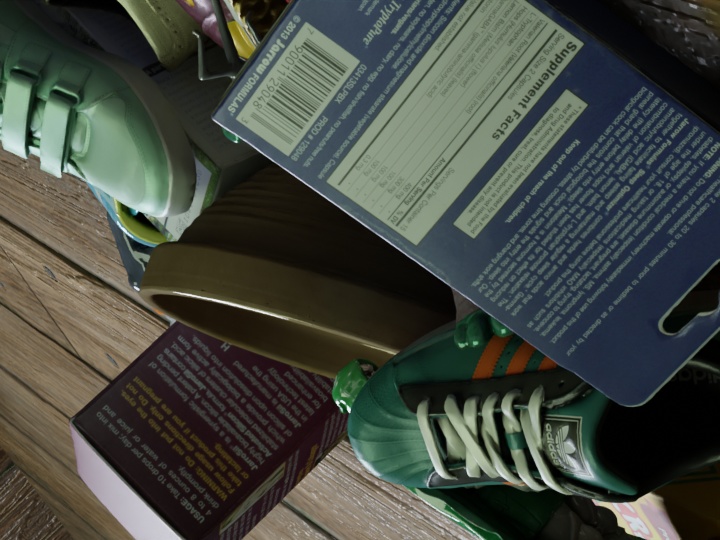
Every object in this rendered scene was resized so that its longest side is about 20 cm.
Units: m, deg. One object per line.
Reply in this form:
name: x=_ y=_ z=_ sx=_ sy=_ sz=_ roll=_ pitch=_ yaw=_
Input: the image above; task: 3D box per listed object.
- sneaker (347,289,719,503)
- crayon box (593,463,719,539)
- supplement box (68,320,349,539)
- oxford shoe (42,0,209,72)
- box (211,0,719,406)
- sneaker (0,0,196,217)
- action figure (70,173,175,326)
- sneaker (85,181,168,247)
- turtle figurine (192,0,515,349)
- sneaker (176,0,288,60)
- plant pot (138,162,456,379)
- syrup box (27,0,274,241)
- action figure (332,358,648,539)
sneaker: x=0.079 y=0.057 z=0.850 sx=0.199 sy=0.080 sz=0.072 roll=-14 pitch=106 yaw=22
crayon box: x=0.184 y=0.134 z=1.003 sx=0.127 sy=0.051 sz=0.200 roll=56 pitch=161 yaw=-25
supplement box: x=-0.063 y=0.071 z=1.216 sx=0.103 sy=0.200 sz=0.131 roll=44 pitch=162 yaw=9
oxford shoe: x=-0.151 y=-0.175 z=1.031 sx=0.199 sy=0.074 sz=0.071 roll=34 pitch=178 yaw=11
box: x=0.059 y=-0.045 z=0.766 sx=0.200 sy=0.032 sz=0.121 roll=36 pitch=123 yaw=-7
sneaker: x=-0.179 y=-0.073 z=1.025 sx=0.200 sy=0.118 sz=0.074 roll=38 pitch=136 yaw=25
action figure: x=-0.147 y=-0.047 z=1.336 sx=0.194 sy=0.104 sz=0.200 roll=62 pitch=157 yaw=-13
sneaker: x=-0.145 y=-0.095 z=1.171 sx=0.200 sy=0.079 sz=0.131 roll=50 pitch=175 yaw=-16
turtle figurine: x=0.032 y=-0.076 z=0.828 sx=0.149 sy=0.101 sz=0.201 roll=-25 pitch=106 yaw=31
sneaker: x=-0.079 y=-0.168 z=0.926 sx=0.090 sy=0.075 sz=0.201 roll=23 pitch=150 yaw=44
plant pot: x=0.000 y=0.000 z=1.022 sx=0.200 sy=0.093 sz=0.201 roll=17 pitch=171 yaw=3
syrup box: x=-0.116 y=-0.107 z=1.096 sx=0.200 sy=0.081 sz=0.079 roll=46 pitch=142 yaw=20
action figure: x=0.071 y=0.102 z=0.951 sx=0.199 sy=0.055 sz=0.118 roll=31 pitch=-166 yaw=10
